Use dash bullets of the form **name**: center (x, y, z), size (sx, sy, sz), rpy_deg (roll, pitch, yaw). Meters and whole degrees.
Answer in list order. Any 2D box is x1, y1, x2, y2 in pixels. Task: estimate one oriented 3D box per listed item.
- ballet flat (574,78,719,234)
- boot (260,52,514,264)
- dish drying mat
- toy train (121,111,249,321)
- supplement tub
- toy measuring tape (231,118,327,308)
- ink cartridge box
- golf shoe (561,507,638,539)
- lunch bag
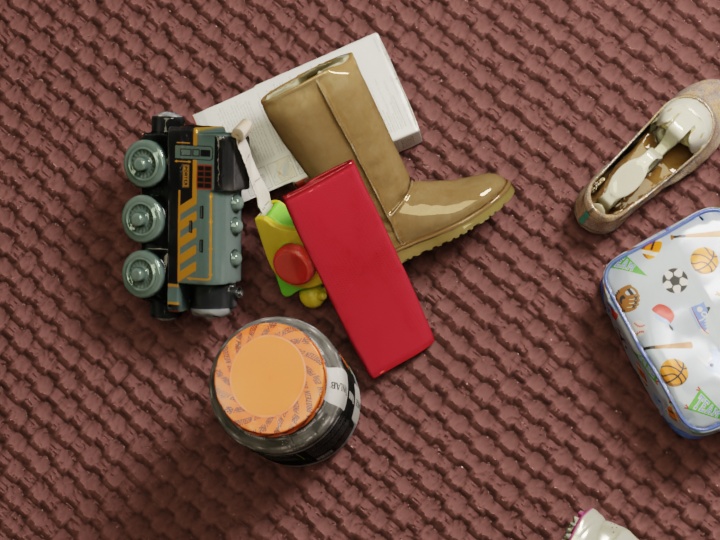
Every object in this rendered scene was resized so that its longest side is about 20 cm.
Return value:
- **ballet flat**: center (0.285, -0.111, 1.599), size (0.068, 0.067, 0.200), rpy_deg (43, 86, 11)
- **boot**: center (0.028, -0.113, 1.583), size (0.175, 0.066, 0.201), rpy_deg (-28, 104, 2)
- **dish drying mat**: center (0.000, 0.000, 1.577), size (0.077, 0.018, 0.201), rpy_deg (-28, 110, -7)
- **toy train**: center (-0.163, -0.050, 1.601), size (0.113, 0.085, 0.201), rpy_deg (4, 96, 24)
- **supplement tub**: center (-0.068, 0.110, 1.525), size (0.122, 0.200, 0.123), rpy_deg (-1, 79, 5)
- **toy measuring tape**: center (-0.062, -0.052, 1.585), size (0.073, 0.074, 0.201), rpy_deg (-16, 116, 3)
- **ink cartridge box**: center (-0.051, -0.140, 1.649), size (0.199, 0.050, 0.109), rpy_deg (-23, 79, 2)
- **golf shoe**: center (0.197, 0.320, 1.523), size (0.091, 0.075, 0.201), rpy_deg (24, 83, 6)
- **lunch bag**: center (0.326, 0.051, 1.562), size (0.160, 0.076, 0.201), rpy_deg (-28, 77, -2)
